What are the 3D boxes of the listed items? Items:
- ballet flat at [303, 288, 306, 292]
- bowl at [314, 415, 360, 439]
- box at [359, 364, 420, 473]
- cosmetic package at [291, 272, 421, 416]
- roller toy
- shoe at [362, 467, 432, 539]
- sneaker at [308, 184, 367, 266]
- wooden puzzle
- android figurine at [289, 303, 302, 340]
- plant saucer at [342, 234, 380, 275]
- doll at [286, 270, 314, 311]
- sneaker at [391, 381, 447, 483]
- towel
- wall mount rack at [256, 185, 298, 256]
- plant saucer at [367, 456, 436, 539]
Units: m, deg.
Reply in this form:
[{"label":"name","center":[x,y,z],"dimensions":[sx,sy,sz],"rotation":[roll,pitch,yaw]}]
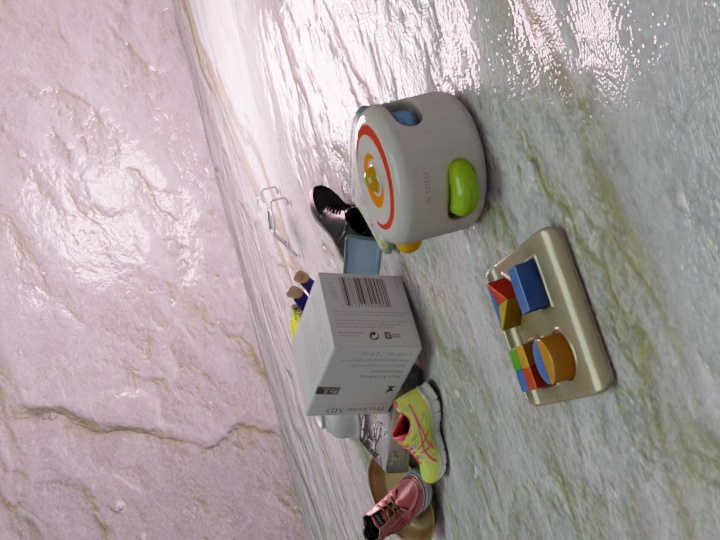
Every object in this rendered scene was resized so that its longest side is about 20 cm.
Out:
[{"label":"ballet flat","center":[-0.126,0.059,2.144],"dimensions":[0.200,0.068,0.071],"rotation":[141,113,-74]},{"label":"bowl","center":[-0.073,0.348,2.161],"dimensions":[0.201,0.089,0.205],"rotation":[164,90,-75]},{"label":"box","center":[0.053,0.257,1.593],"dimensions":[0.158,0.047,0.204],"rotation":[-146,61,-69]},{"label":"cosmetic package","center":[-0.013,0.132,1.487],"dimensions":[0.202,0.162,0.167],"rotation":[112,152,-43]},{"label":"roller toy","center":[0.070,-0.132,1.108],"dimensions":[0.200,0.138,0.185],"rotation":[125,129,-71]},{"label":"shoe","center":[0.066,0.457,1.606],"dimensions":[0.072,0.090,0.201],"rotation":[50,141,25]},{"label":"sneaker","center":[-0.036,-0.116,1.657],"dimensions":[0.201,0.074,0.107],"rotation":[57,153,27]},{"label":"wooden puzzle","center":[0.204,0.064,0.984],"dimensions":[0.200,0.046,0.188],"rotation":[130,124,-72]},{"label":"android figurine","center":[-0.167,0.204,2.466],"dimensions":[0.182,0.040,0.204],"rotation":[-142,42,-66]},{"label":"plant saucer","center":[0.000,0.000,1.634],"dimensions":[0.201,0.069,0.019],"rotation":[95,-177,-52]},{"label":"doll","center":[-0.101,0.075,1.984],"dimensions":[0.048,0.138,0.200],"rotation":[10,155,30]},{"label":"sneaker","center":[0.098,0.295,1.495],"dimensions":[0.078,0.089,0.203],"rotation":[-140,37,-62]},{"label":"towel","center":[0.032,-0.149,1.413],"dimensions":[0.202,0.047,0.172],"rotation":[93,154,-48]},{"label":"wall mount rack","center":[-0.232,-0.133,2.337],"dimensions":[0.200,0.073,0.177],"rotation":[-134,36,-62]},{"label":"plant saucer","center":[0.090,0.449,1.680],"dimensions":[0.199,0.035,0.203],"rotation":[29,129,43]}]
